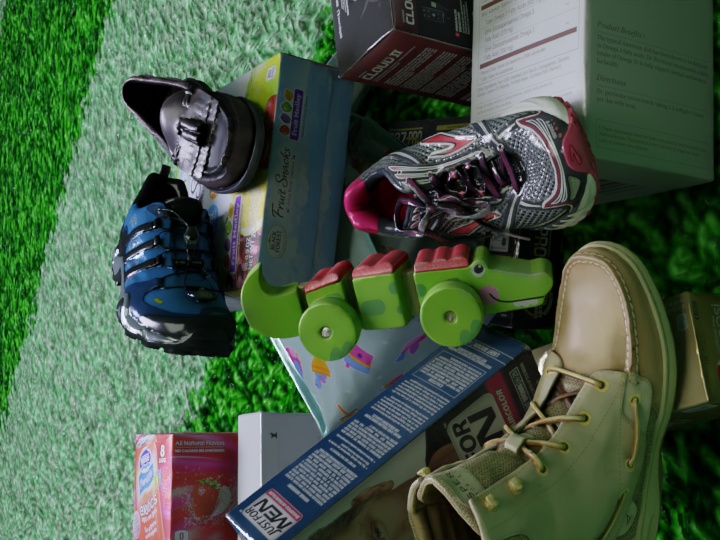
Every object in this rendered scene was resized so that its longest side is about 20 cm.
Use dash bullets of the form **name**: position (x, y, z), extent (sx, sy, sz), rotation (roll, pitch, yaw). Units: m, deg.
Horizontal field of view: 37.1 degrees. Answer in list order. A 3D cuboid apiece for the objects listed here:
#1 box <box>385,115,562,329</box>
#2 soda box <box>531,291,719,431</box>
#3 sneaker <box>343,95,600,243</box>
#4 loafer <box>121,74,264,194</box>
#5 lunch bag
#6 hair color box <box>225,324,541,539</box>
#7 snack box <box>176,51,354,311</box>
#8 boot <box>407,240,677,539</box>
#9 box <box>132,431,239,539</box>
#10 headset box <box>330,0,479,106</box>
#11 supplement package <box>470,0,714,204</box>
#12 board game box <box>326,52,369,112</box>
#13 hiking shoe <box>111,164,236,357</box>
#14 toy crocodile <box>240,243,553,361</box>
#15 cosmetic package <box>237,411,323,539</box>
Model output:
- **box**: position (0.082, -0.043, 0.871), extent (0.200, 0.049, 0.162), rotation (6, 92, 58)
- **soda box**: position (0.165, 0.076, 0.706), extent (0.200, 0.064, 0.068), rotation (-29, 61, 52)
- **sneaker**: position (0.067, -0.050, 0.663), extent (0.200, 0.074, 0.081), rotation (-13, 96, 58)
- **loafer**: position (-0.129, -0.105, 0.786), extent (0.200, 0.063, 0.072), rotation (38, 112, 60)
- **lunch bag**: position (0.000, 0.000, 0.841), extent (0.201, 0.121, 0.171), rotation (61, 138, 31)
- **hair color box**: position (0.029, 0.132, 0.652), extent (0.060, 0.200, 0.100), rotation (25, 146, 56)
- **snack box**: position (-0.085, -0.057, 0.827), extent (0.200, 0.067, 0.170), rotation (-11, 71, 62)
- **boot**: position (0.100, 0.091, 0.601), extent (0.073, 0.155, 0.201), rotation (16, 110, 51)
- **box**: position (-0.098, 0.197, 0.972), extent (0.095, 0.199, 0.100), rotation (-16, 71, 57)
- **headset box**: position (0.060, -0.208, 0.790), extent (0.075, 0.199, 0.150), rotation (-31, 60, 51)
- **supplement package**: position (0.152, -0.155, 0.713), extent (0.117, 0.116, 0.201), rotation (-9, 77, 59)
- **board game box**: position (-0.051, -0.105, 0.993), extent (0.200, 0.043, 0.199), rotation (-59, 4, 34)
- **hiking shoe**: position (-0.135, -0.007, 0.757), extent (0.200, 0.074, 0.087), rotation (43, 123, 55)
- **toy crocodile**: position (0.022, 0.013, 0.675), extent (0.199, 0.068, 0.062), rotation (-8, 105, 16)
- **cosmetic package**: position (-0.027, 0.221, 0.904), extent (0.052, 0.150, 0.201), rotation (-18, 70, 55)
